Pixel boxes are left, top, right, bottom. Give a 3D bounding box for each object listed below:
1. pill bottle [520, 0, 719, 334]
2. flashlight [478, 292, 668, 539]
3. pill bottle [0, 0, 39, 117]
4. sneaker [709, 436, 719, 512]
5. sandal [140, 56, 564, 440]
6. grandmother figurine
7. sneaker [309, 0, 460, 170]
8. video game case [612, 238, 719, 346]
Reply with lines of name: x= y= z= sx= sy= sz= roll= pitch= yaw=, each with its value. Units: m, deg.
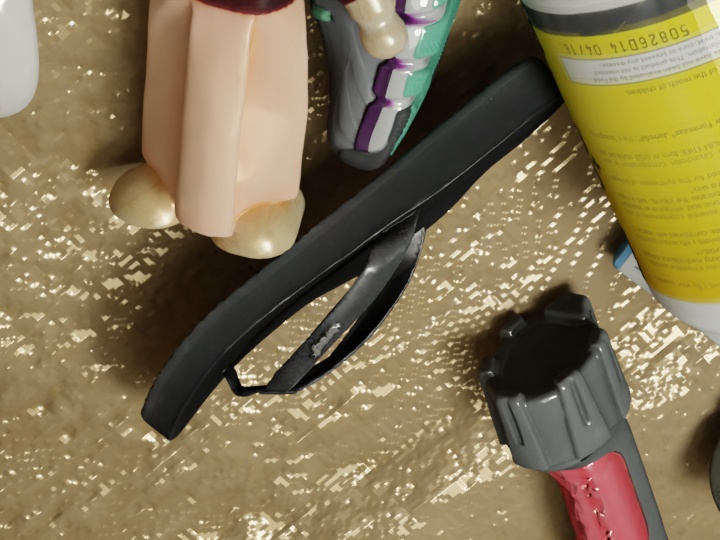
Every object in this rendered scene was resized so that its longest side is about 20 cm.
pill bottle: x=0.141 y=-0.048 z=0.935 sx=0.112 sy=0.112 sz=0.200 roll=-28 pitch=114 yaw=-2
flashlight: x=0.097 y=0.109 z=1.066 sx=0.068 sy=0.068 sz=0.200 roll=-24 pitch=127 yaw=-1
pill bottle: x=-0.208 y=-0.086 z=0.800 sx=0.200 sy=0.116 sz=0.116 roll=-12 pitch=124 yaw=-12
sneaker: x=0.233 y=0.040 z=1.082 sx=0.200 sy=0.075 sz=0.079 roll=-44 pitch=140 yaw=16
sandal: x=0.000 y=0.000 z=0.950 sx=0.200 sy=0.076 sz=0.043 roll=-40 pitch=86 yaw=6
grandmother figurine: x=-0.042 y=-0.097 z=0.864 sx=0.121 sy=0.061 sz=0.200 roll=9 pitch=130 yaw=8
sneaker: x=0.000 y=-0.133 z=0.893 sx=0.087 sy=0.074 sz=0.200 roll=18 pitch=120 yaw=3
video game case: x=0.221 y=0.001 z=1.013 sx=0.200 sy=0.018 sz=0.143 roll=37 pitch=105 yaw=-2
